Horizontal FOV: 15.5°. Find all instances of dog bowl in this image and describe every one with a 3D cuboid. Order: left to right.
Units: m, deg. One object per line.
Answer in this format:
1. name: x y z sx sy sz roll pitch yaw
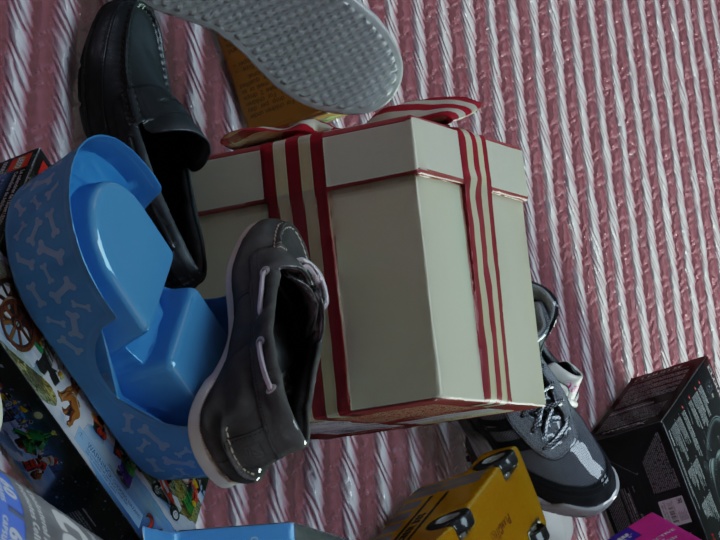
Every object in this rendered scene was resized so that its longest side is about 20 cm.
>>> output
1. dog bowl: -0.114 0.025 1.352 0.200 0.049 0.112 59 25 -29

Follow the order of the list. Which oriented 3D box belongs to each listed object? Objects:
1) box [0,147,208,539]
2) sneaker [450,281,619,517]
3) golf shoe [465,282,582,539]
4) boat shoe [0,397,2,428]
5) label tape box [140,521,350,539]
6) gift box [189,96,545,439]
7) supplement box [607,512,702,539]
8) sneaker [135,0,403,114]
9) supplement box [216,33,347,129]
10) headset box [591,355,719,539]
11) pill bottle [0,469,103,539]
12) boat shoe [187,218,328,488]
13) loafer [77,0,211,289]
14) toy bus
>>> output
1. box: -0.146 0.055 1.371 0.200 0.038 0.137 58 26 -29
2. sneaker: 0.110 0.078 1.767 0.200 0.114 0.075 46 60 2
3. golf shoe: 0.117 0.105 1.861 0.201 0.092 0.073 70 21 -6
4. boat shoe: -0.223 0.007 1.201 0.201 0.071 0.063 70 25 -14
5. label tape box: -0.047 0.210 1.384 0.200 0.063 0.145 33 50 -71
6. gift box: 0.000 0.000 1.577 0.200 0.184 0.188 10 72 -68
7. supplement box: 0.225 0.258 1.854 0.104 0.101 0.200 63 -13 -15
8. sneaker: -0.065 -0.171 1.599 0.200 0.073 0.114 31 12 -16
9. supplement box: -0.064 -0.188 1.709 0.066 0.069 0.201 -14 84 -66
10. headset box: 0.261 0.168 2.156 0.149 0.077 0.200 68 22 -9
11. pill bottle: -0.157 0.159 1.170 0.200 0.113 0.114 43 36 -48
12. boat shoe: -0.039 0.037 1.375 0.067 0.057 0.200 58 25 -29
13. loafer: -0.116 -0.069 1.490 0.068 0.070 0.201 39 39 -52
14. toy bus: 0.058 0.179 1.685 0.065 0.078 0.200 67 23 -8
